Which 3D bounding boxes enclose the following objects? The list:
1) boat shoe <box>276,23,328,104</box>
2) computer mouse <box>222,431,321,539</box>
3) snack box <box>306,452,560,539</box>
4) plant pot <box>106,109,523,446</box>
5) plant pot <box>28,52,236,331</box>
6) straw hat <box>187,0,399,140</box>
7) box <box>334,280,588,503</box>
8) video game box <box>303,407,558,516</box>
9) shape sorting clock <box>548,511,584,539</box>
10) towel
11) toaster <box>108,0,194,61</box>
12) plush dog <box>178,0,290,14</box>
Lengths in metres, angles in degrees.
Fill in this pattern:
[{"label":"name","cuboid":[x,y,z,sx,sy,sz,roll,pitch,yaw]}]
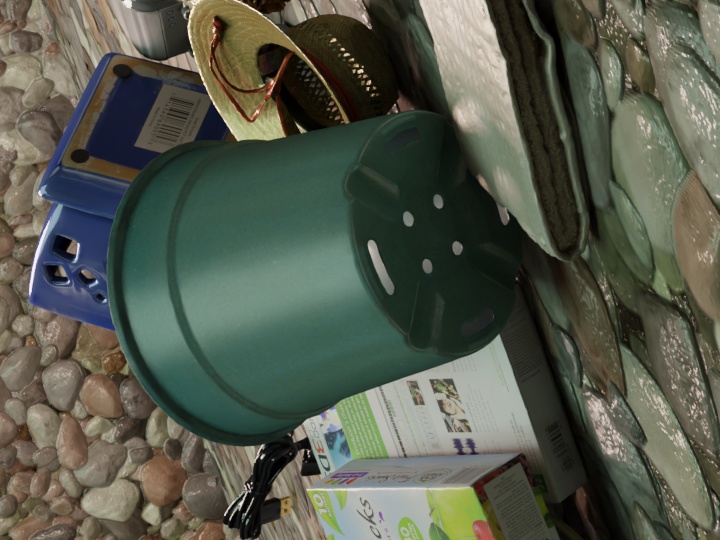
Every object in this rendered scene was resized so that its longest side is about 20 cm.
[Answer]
[{"label":"boat shoe","cuboid":[-0.053,-0.140,1.665,0.062,0.072,0.200,61,-177,-23]},{"label":"computer mouse","cuboid":[-0.020,0.153,1.690,0.046,0.200,0.141,47,132,19]},{"label":"snack box","cuboid":[0.059,0.197,1.420,0.200,0.053,0.143,-9,106,57]},{"label":"plant pot","cuboid":[-0.018,-0.005,1.312,0.195,0.200,0.201,-16,98,44]},{"label":"plant pot","cuboid":[-0.172,-0.069,1.876,0.180,0.199,0.201,96,-169,-51]},{"label":"straw hat","cuboid":[-0.024,-0.129,1.458,0.201,0.085,0.202,44,156,25]},{"label":"box","cuboid":[0.052,0.083,1.433,0.199,0.036,0.145,-5,109,49]},{"label":"video game box","cuboid":[0.036,0.111,1.538,0.199,0.047,0.183,-2,115,48]},{"label":"shape sorting clock","cuboid":[0.139,0.237,1.444,0.200,0.039,0.201,45,152,33]},{"label":"towel","cuboid":[0.072,-0.115,1.170,0.133,0.034,0.201,-127,17,-57]},{"label":"toaster","cuboid":[-0.180,-0.280,1.856,0.201,0.113,0.129,61,170,23]},{"label":"plush dog","cuboid":[-0.131,-0.259,1.638,0.172,0.160,0.200,46,-177,-36]}]
